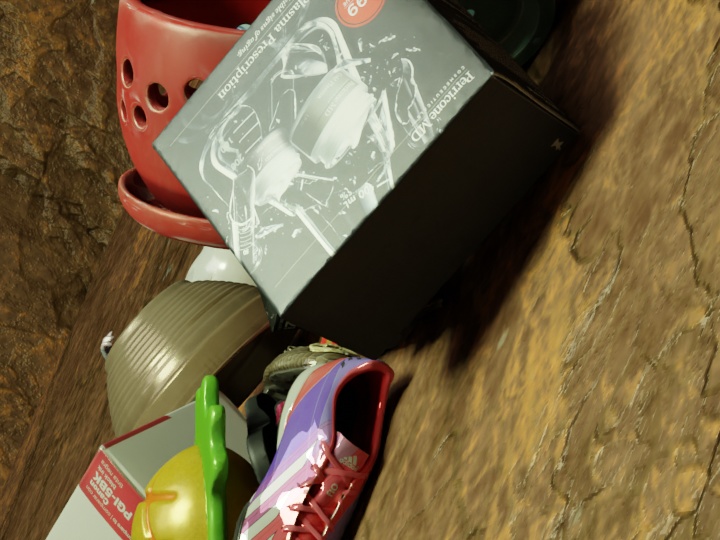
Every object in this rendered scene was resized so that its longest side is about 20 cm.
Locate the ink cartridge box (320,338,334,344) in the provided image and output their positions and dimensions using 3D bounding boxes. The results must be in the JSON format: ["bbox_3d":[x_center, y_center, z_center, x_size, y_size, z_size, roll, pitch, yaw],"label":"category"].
[{"bbox_3d":[-0.006,-0.038,1.813,0.161,0.050,0.200,-56,13,39],"label":"ink cartridge box"}]

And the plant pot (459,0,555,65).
[{"bbox_3d":[0.058,-0.209,1.592,0.200,0.200,0.134,-57,40,36],"label":"plant pot"}]

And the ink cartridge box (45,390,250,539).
[{"bbox_3d":[-0.170,0.205,1.794,0.147,0.083,0.200,-23,-27,-50],"label":"ink cartridge box"}]

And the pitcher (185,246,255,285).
[{"bbox_3d":[-0.085,-0.080,2.115,0.172,0.121,0.200,-52,-20,-72],"label":"pitcher"}]

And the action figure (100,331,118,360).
[{"bbox_3d":[-0.161,0.109,2.158,0.200,0.134,0.149,111,138,-79],"label":"action figure"}]

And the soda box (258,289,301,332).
[{"bbox_3d":[-0.027,-0.045,1.646,0.200,0.063,0.071,105,152,-47],"label":"soda box"}]

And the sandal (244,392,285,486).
[{"bbox_3d":[-0.050,0.127,1.636,0.045,0.075,0.200,-25,6,0],"label":"sandal"}]

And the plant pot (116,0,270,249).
[{"bbox_3d":[-0.090,-0.119,1.762,0.200,0.200,0.183,-104,18,-72],"label":"plant pot"}]

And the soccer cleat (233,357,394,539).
[{"bbox_3d":[-0.029,0.146,1.507,0.073,0.068,0.200,-23,43,51],"label":"soccer cleat"}]

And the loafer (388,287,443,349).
[{"bbox_3d":[0.020,0.027,1.558,0.200,0.072,0.063,-179,78,-80],"label":"loafer"}]

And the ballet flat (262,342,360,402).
[{"bbox_3d":[-0.035,0.071,1.680,0.200,0.067,0.046,139,149,-77],"label":"ballet flat"}]

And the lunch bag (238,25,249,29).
[{"bbox_3d":[-0.017,-0.280,2.023,0.170,0.127,0.200,-18,-32,-56],"label":"lunch bag"}]

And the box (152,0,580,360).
[{"bbox_3d":[0.000,-0.084,1.438,0.200,0.104,0.182,-49,52,12],"label":"box"}]

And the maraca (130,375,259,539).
[{"bbox_3d":[-0.107,0.174,1.612,0.137,0.107,0.200,-119,30,-62],"label":"maraca"}]

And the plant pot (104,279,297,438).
[{"bbox_3d":[-0.145,0.075,1.893,0.201,0.093,0.201,-47,-10,-11],"label":"plant pot"}]
